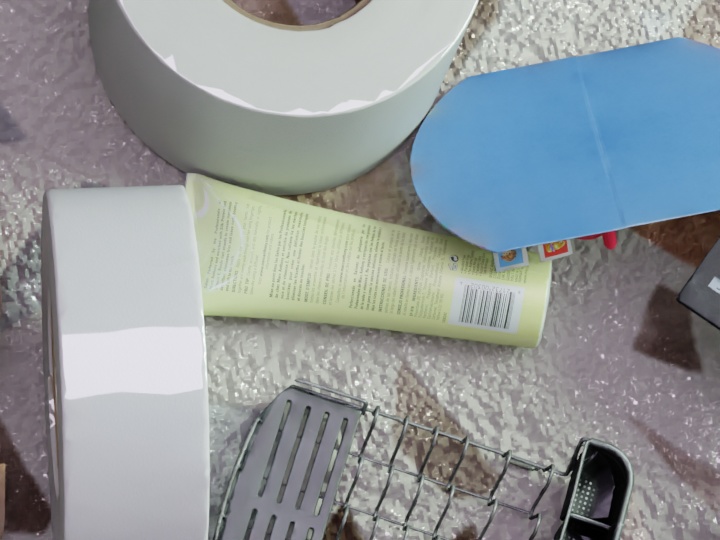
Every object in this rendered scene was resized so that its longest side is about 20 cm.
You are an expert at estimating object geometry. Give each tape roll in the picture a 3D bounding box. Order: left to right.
[{"bbox_3d":[-0.117,0.058,1.473,0.071,0.202,0.203,-3,75,-8],"label":"tape roll"},{"bbox_3d":[-0.041,-0.154,1.573,0.202,0.139,0.203,2,74,-7],"label":"tape roll"}]

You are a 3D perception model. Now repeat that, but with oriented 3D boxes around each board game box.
[{"bbox_3d":[0.127,-0.055,1.593,0.199,0.039,0.158,-11,38,0],"label":"board game box"}]

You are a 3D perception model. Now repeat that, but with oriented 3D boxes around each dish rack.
[{"bbox_3d":[0.027,0.141,1.544,0.200,0.055,0.154,18,72,-2],"label":"dish rack"}]

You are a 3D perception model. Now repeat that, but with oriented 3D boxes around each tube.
[{"bbox_3d":[0.000,0.000,1.586,0.199,0.052,0.058,9,37,-2],"label":"tube"}]

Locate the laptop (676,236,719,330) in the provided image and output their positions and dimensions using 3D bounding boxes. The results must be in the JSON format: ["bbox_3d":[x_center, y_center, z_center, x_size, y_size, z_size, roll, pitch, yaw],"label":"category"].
[{"bbox_3d":[0.292,-0.001,1.587,0.177,0.200,0.103,35,115,11],"label":"laptop"}]

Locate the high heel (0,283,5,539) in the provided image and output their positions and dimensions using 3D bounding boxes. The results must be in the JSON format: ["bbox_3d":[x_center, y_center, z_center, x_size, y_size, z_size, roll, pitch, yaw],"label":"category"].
[{"bbox_3d":[-0.234,0.044,1.531,0.096,0.067,0.201,-1,87,-18],"label":"high heel"}]
